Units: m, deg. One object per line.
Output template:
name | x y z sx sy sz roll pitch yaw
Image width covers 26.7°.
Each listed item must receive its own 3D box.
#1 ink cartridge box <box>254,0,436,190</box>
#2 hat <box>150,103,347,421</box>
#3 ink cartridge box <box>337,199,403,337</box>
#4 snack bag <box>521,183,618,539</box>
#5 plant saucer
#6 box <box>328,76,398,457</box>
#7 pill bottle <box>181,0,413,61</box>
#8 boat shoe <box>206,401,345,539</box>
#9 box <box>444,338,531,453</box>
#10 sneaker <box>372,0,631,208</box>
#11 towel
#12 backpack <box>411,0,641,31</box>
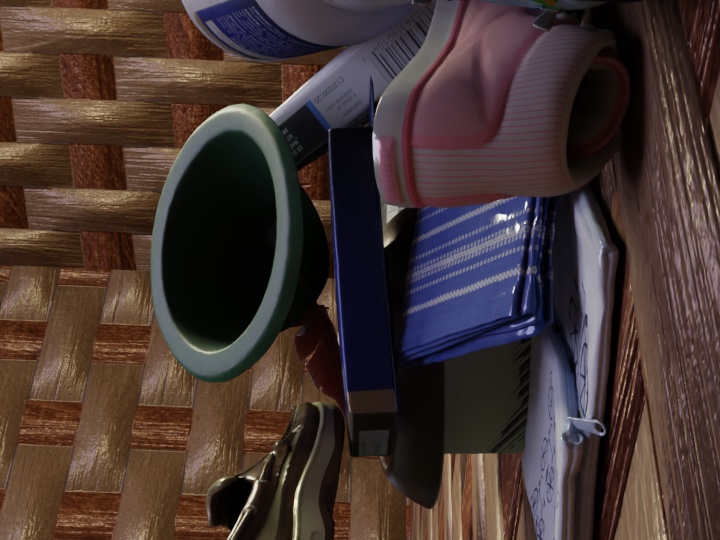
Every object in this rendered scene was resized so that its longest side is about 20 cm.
ink cartridge box | 0.032 -0.148 1.017 0.198 0.044 0.200 -37 3 35
hat | -0.026 -0.004 0.992 0.200 0.175 0.167 -44 53 42
ink cartridge box | 0.051 0.001 1.251 0.144 0.083 0.202 47 -142 -49
snack bag | 0.103 0.049 0.775 0.189 0.021 0.202 -86 -2 -70
plant saucer | 0.027 0.056 1.004 0.200 0.032 0.203 178 90 -83
box | 0.000 0.000 0.904 0.121 0.032 0.202 90 178 -72
pill bottle | -0.026 -0.187 0.879 0.200 0.118 0.121 -171 83 -67
boat shoe | -0.052 0.131 0.886 0.203 0.074 0.075 -86 8 -68
box | 0.081 0.018 0.949 0.083 0.068 0.201 -92 3 -50
sneaker | 0.082 -0.094 0.710 0.201 0.104 0.076 -62 -35 -50
towel | 0.071 -0.052 0.813 0.145 0.024 0.202 -25 52 62
backpack | 0.063 -0.175 0.594 0.200 0.152 0.165 -31 -64 -75
